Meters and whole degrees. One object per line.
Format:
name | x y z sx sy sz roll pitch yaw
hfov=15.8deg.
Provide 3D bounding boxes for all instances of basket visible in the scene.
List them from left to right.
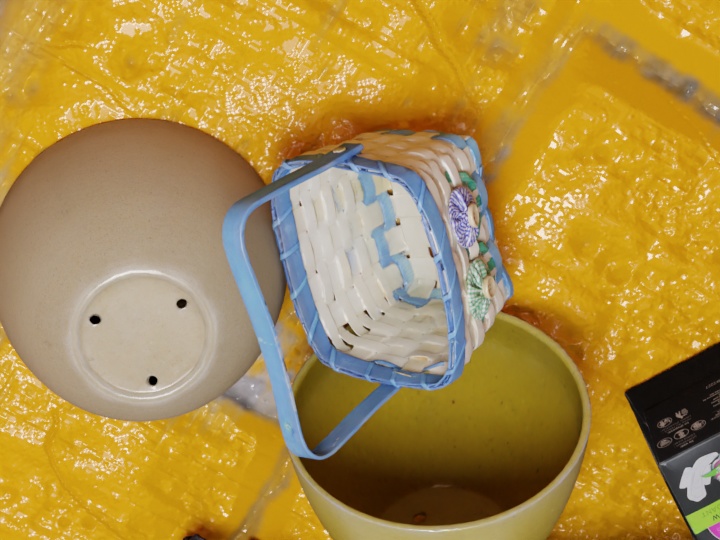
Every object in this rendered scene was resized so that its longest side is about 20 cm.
basket | 0.000 0.000 1.648 0.200 0.139 0.177 -36 121 -37

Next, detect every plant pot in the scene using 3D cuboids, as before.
plant pot | -0.142 0.018 1.676 0.200 0.134 0.201 -2 112 -5
plant pot | 0.054 0.141 1.730 0.200 0.200 0.142 -8 134 -3

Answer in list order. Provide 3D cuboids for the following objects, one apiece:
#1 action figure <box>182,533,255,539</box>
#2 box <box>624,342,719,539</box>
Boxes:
action figure | -0.128 0.280 1.796 0.119 0.102 0.200 23 105 -26
box | 0.296 0.153 1.777 0.148 0.124 0.200 -27 112 5
